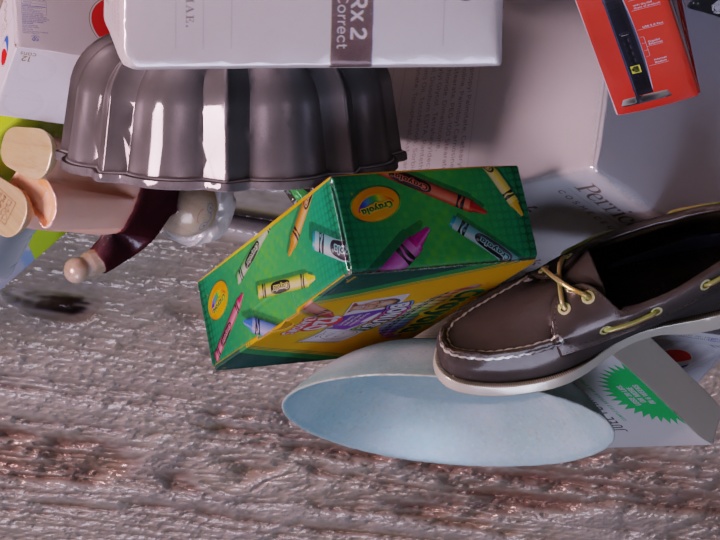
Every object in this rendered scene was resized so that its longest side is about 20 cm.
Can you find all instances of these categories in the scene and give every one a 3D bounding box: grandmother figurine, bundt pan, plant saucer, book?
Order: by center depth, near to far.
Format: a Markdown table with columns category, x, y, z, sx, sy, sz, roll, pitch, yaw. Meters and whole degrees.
| category | x | y | z | sx | sy | sz | roll | pitch | yaw |
| --- | --- | --- | --- | --- | --- | --- | --- | --- | --- |
| bundt pan | -0.074 | -0.099 | 1.546 | 0.201 | 0.202 | 0.076 | -2 | 102 | -7 |
| plant saucer | 0.054 | 0.074 | 1.628 | 0.200 | 0.039 | 0.201 | 5 | 161 | 2 |
| book | 0.108 | 0.066 | 1.699 | 0.199 | 0.048 | 0.134 | -6 | 143 | 43 |
| grandmother figurine | -0.154 | -0.044 | 1.740 | 0.200 | 0.061 | 0.122 | 4 | 126 | -53 |

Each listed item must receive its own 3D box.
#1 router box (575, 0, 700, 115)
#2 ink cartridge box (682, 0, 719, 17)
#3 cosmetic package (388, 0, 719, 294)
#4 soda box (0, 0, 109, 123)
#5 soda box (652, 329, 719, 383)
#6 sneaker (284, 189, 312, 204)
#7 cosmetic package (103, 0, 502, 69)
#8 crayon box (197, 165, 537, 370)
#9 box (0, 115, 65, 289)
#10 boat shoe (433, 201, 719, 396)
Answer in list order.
| category | x | y | z | sx | sy | sz | roll | pitch | yaw |
| --- | --- | --- | --- | --- | --- | --- | --- | --- | --- |
| router box | 0.127 | -0.216 | 1.460 | 0.049 | 0.201 | 0.180 | -14 | 141 | 11 |
| ink cartridge box | 0.261 | -0.217 | 1.492 | 0.094 | 0.044 | 0.200 | 13 | 132 | -26 |
| cosmetic package | 0.123 | -0.083 | 1.642 | 0.199 | 0.167 | 0.167 | -12 | 148 | 42 |
| soda box | -0.123 | -0.126 | 1.671 | 0.199 | 0.064 | 0.068 | 7 | 142 | -19 |
| soda box | 0.184 | -0.028 | 1.744 | 0.068 | 0.201 | 0.064 | 8 | 144 | -21 |
| sneaker | 0.030 | -0.073 | 1.777 | 0.199 | 0.078 | 0.085 | 4 | 138 | -30 |
| cosmetic package | -0.033 | -0.199 | 1.444 | 0.199 | 0.165 | 0.166 | -2 | 104 | -9 |
| crayon box | 0.000 | 0.000 | 1.551 | 0.118 | 0.059 | 0.200 | -5 | 165 | -27 |
| box | -0.264 | -0.024 | 1.711 | 0.200 | 0.048 | 0.122 | -43 | 148 | -16 |
| boat shoe | 0.133 | 0.011 | 1.522 | 0.200 | 0.072 | 0.061 | -18 | 139 | -7 |
